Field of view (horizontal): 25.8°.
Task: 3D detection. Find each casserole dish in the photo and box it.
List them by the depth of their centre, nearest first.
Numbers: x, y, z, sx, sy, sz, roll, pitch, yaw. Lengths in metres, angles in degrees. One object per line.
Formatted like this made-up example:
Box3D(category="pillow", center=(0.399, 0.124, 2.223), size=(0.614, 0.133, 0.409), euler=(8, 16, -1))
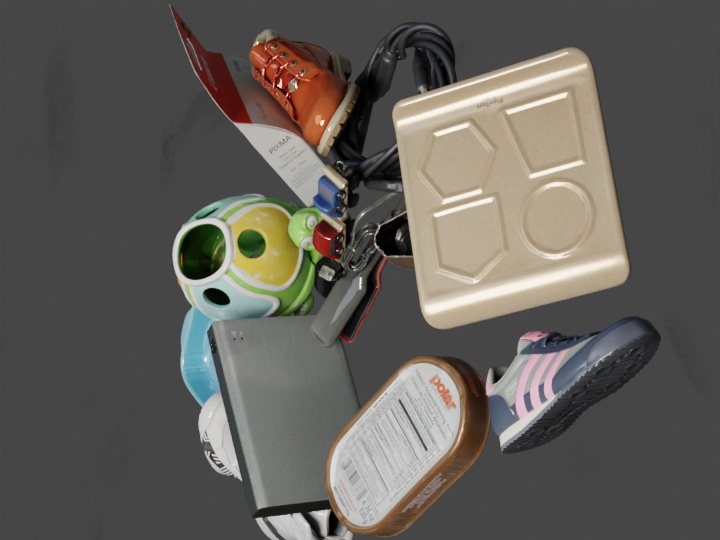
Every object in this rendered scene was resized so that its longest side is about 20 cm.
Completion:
Box3D(category="casserole dish", center=(-0.147, 0.108, 1.782), size=(0.200, 0.038, 0.123), euler=(41, 121, 49))

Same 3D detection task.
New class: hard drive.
Box3D(category="hard drive", center=(-0.066, 0.142, 1.562), size=(0.033, 0.138, 0.202), euler=(-51, 49, 51))

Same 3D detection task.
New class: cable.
Box3D(category="cable", center=(0.024, -0.157, 1.503), size=(0.200, 0.050, 0.165), euler=(17, 94, 64))

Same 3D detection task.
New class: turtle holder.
Box3D(category="turtle holder", center=(-0.111, -0.009, 1.639), size=(0.184, 0.131, 0.143), euler=(16, 92, 35))

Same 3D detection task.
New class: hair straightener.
Box3D(category="hair straightener", center=(0.000, 0.000, 1.531), size=(0.041, 0.076, 0.201), euler=(50, 128, 23))

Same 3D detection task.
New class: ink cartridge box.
Box3D(category="ink cartridge box", center=(-0.107, -0.177, 1.582), size=(0.047, 0.200, 0.161), euler=(-34, 36, 7))

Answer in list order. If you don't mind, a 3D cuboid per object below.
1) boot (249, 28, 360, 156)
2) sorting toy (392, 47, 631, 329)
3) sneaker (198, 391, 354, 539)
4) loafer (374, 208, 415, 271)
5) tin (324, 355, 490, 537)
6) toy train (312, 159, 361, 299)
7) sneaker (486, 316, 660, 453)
Box3D(category="boot", center=(-0.062, -0.179, 1.542), size=(0.076, 0.106, 0.200), euler=(-59, 19, 17))
Box3D(category="sorting toy", center=(0.125, -0.067, 1.319), size=(0.183, 0.036, 0.203), euler=(-15, 76, 23))
Box3D(category="sneaker", center=(-0.079, 0.205, 1.584), size=(0.114, 0.075, 0.201), euler=(7, 135, 48))
Box3D(category="loafer", center=(0.080, -0.039, 1.411), size=(0.199, 0.070, 0.074), euler=(-30, 64, 52))
Box3D(category="tin", center=(0.040, 0.164, 1.454), size=(0.200, 0.042, 0.113), euler=(-49, 56, 26))
Box3D(category="toy train", center=(-0.027, -0.036, 1.529), size=(0.034, 0.046, 0.201), euler=(41, 152, 24))
Box3D(category="sneaker", center=(0.162, 0.075, 1.281), size=(0.200, 0.069, 0.083), euler=(-45, 55, 44))
